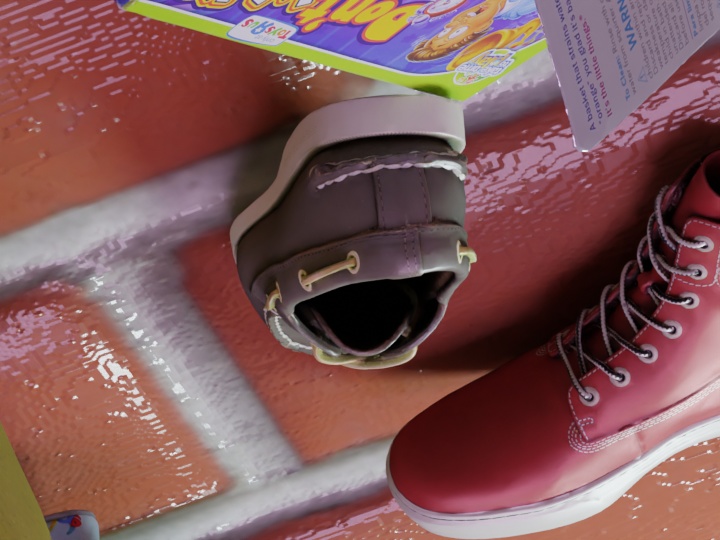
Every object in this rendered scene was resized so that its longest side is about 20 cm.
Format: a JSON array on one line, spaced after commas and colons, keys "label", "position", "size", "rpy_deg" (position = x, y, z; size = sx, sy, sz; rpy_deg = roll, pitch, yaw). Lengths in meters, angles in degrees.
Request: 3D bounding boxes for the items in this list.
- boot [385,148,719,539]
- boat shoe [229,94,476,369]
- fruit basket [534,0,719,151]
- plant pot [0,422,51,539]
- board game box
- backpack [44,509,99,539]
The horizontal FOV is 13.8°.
[{"label": "boot", "position": [0.095, 0.020, 1.120], "size": [0.199, 0.073, 0.144], "rpy_deg": [-22, 145, -3]}, {"label": "boat shoe", "position": [-0.003, 0.000, 1.019], "size": [0.072, 0.061, 0.202], "rpy_deg": [-4, 164, -10]}, {"label": "fruit basket", "position": [0.078, -0.156, 0.746], "size": [0.200, 0.094, 0.186], "rpy_deg": [-38, 123, -38]}, {"label": "plant pot", "position": [-0.210, 0.068, 0.960], "size": [0.195, 0.195, 0.200], "rpy_deg": [-27, 173, 16]}, {"label": "board game box", "position": [0.027, -0.114, 0.860], "size": [0.134, 0.045, 0.200], "rpy_deg": [-32, 161, 24]}, {"label": "backpack", "position": [-0.164, 0.193, 1.171], "size": [0.199, 0.147, 0.183], "rpy_deg": [-19, 161, -22]}]
